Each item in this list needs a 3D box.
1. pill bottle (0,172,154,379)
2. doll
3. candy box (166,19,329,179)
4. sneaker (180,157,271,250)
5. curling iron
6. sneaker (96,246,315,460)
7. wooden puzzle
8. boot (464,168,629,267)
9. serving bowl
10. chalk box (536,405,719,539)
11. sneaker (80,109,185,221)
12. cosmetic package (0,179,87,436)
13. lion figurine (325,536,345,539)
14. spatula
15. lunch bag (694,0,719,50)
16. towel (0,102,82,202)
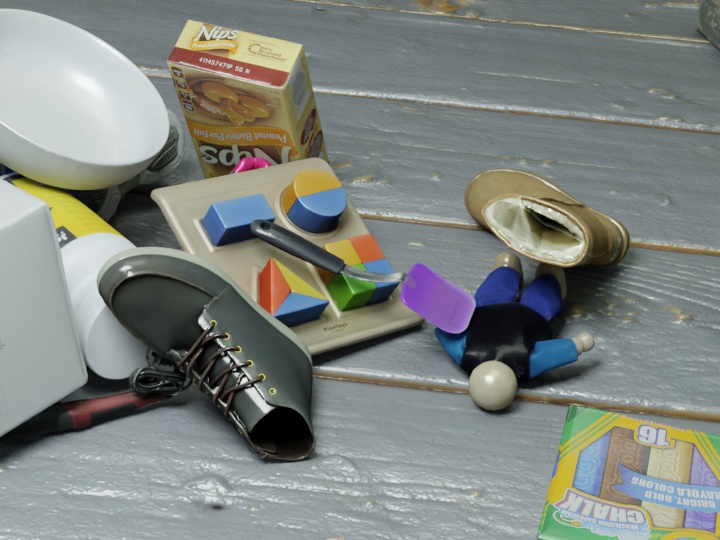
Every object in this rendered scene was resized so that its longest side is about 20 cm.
[{"bbox_3d":[-0.240,0.006,1.398,0.111,0.113,0.200,-18,37,-34],"label":"pill bottle"},{"bbox_3d":[0.130,0.051,1.441,0.135,0.049,0.200,11,30,12],"label":"doll"},{"bbox_3d":[-0.099,-0.138,1.584,0.114,0.201,0.056,15,60,17],"label":"candy box"},{"bbox_3d":[-0.119,-0.030,1.518,0.080,0.075,0.201,8,31,3],"label":"sneaker"},{"bbox_3d":[-0.223,0.101,1.307,0.198,0.050,0.026,-16,32,-21],"label":"curling iron"},{"bbox_3d":[-0.108,0.061,1.290,0.199,0.075,0.107,31,22,-28],"label":"sneaker"},{"bbox_3d":[-0.057,-0.019,1.460,0.184,0.046,0.201,-14,59,-37],"label":"wooden puzzle"},{"bbox_3d":[0.147,-0.051,1.523,0.174,0.067,0.200,18,7,20],"label":"boot"},{"bbox_3d":[-0.265,-0.135,1.460,0.199,0.066,0.201,24,34,-17],"label":"serving bowl"},{"bbox_3d":[0.173,0.201,1.115,0.123,0.125,0.200,11,29,11],"label":"chalk box"},{"bbox_3d":[-0.261,-0.088,1.617,0.099,0.079,0.199,2,25,47],"label":"sneaker"},{"bbox_3d":[-0.335,0.036,1.244,0.164,0.166,0.199,25,45,38],"label":"cosmetic package"},{"bbox_3d":[-0.030,0.257,1.058,0.121,0.073,0.201,5,43,-21],"label":"lion figurine"},{"bbox_3d":[0.000,0.000,1.416,0.198,0.021,0.057,21,42,4],"label":"spatula"},{"bbox_3d":[0.526,-0.315,2.066,0.198,0.119,0.164,-8,31,-12],"label":"lunch bag"},{"bbox_3d":[-0.335,-0.059,1.488,0.199,0.146,0.024,-14,3,-30],"label":"towel"}]
